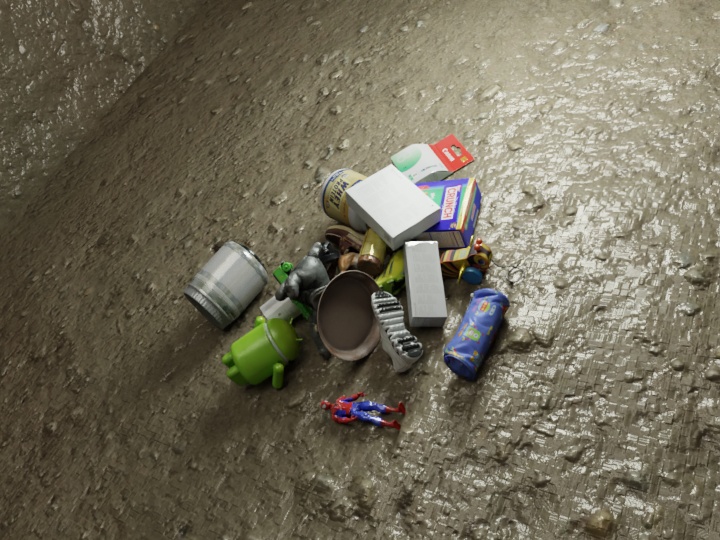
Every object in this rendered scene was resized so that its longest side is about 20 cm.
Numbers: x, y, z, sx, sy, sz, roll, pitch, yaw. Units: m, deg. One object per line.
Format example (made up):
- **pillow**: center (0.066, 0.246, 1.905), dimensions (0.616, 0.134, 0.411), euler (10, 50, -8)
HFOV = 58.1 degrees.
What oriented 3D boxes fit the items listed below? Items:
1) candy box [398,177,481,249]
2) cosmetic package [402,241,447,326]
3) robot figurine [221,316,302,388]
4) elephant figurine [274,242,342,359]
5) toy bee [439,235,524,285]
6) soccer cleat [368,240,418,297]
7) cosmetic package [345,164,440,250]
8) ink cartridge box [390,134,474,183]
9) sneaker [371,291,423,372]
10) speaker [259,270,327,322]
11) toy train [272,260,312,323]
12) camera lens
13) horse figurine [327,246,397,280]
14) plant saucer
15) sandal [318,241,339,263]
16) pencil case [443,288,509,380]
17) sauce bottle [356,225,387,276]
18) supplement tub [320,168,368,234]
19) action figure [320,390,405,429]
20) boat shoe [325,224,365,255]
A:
- **candy box**: center (0.193, -0.142, 1.646), dimensions (0.196, 0.077, 0.171), euler (0, 53, 30)
- **cosmetic package**: center (0.145, 0.029, 1.492), dimensions (0.081, 0.051, 0.204), euler (2, 58, -7)
- **robot figurine**: center (-0.233, 0.195, 1.564), dimensions (0.198, 0.116, 0.177), euler (-33, 49, 2)
- **elephant figurine**: center (-0.093, 0.075, 1.533), dimensions (0.155, 0.199, 0.142), euler (-46, 6, 41)
- **toy bee**: center (0.261, -0.033, 1.484), dimensions (0.196, 0.109, 0.133), euler (-16, 43, 17)
- **soccer cleat**: center (0.089, -0.002, 1.578), dimensions (0.199, 0.065, 0.084), euler (-35, 54, -19)
- **cosmetic package**: center (0.078, -0.158, 1.585), dimensions (0.149, 0.052, 0.200), euler (-32, 56, -17)
- **ink cartridge box**: center (0.199, -0.314, 1.826), dimensions (0.198, 0.050, 0.162), euler (-32, 42, 4)
- **sneaker**: center (0.067, 0.135, 1.447), dimensions (0.074, 0.082, 0.202), euler (-2, 49, -27)
- **speaker**: center (-0.159, 0.066, 1.667), dimensions (0.199, 0.082, 0.081), euler (-39, 42, -6)
- **toy train**: center (-0.145, 0.066, 1.609), dimensions (0.056, 0.042, 0.201), euler (-38, 84, 4)
- **camera lens**: center (-0.359, 0.036, 1.756), dimensions (0.158, 0.161, 0.201), euler (23, 65, 42)
- **horse figurine**: center (0.000, 0.000, 1.616), dimensions (0.195, 0.050, 0.136), euler (-4, 73, 5)
- **plant saucer**: center (-0.025, 0.102, 1.474), dimensions (0.032, 0.201, 0.202), euler (-1, 48, 51)
- **sandal**: center (-0.103, -0.051, 1.667), dimensions (0.075, 0.044, 0.200), euler (-21, 14, -7)
- **pencil case**: center (0.242, 0.128, 1.367), dimensions (0.086, 0.078, 0.202), euler (26, 64, 11)
- **sauce bottle**: center (0.042, -0.081, 1.598), dimensions (0.065, 0.066, 0.203), euler (-4, 49, 28)
- **supplement tub**: center (-0.002, -0.183, 1.753), dimensions (0.145, 0.145, 0.199), euler (-46, 43, -15)
- **action figure**: center (-0.003, 0.298, 1.386), dimensions (0.196, 0.052, 0.066), euler (-2, 54, 33)
- **boat shoe**: center (-0.028, -0.062, 1.715), dimensions (0.197, 0.073, 0.072), euler (22, 65, 34)
